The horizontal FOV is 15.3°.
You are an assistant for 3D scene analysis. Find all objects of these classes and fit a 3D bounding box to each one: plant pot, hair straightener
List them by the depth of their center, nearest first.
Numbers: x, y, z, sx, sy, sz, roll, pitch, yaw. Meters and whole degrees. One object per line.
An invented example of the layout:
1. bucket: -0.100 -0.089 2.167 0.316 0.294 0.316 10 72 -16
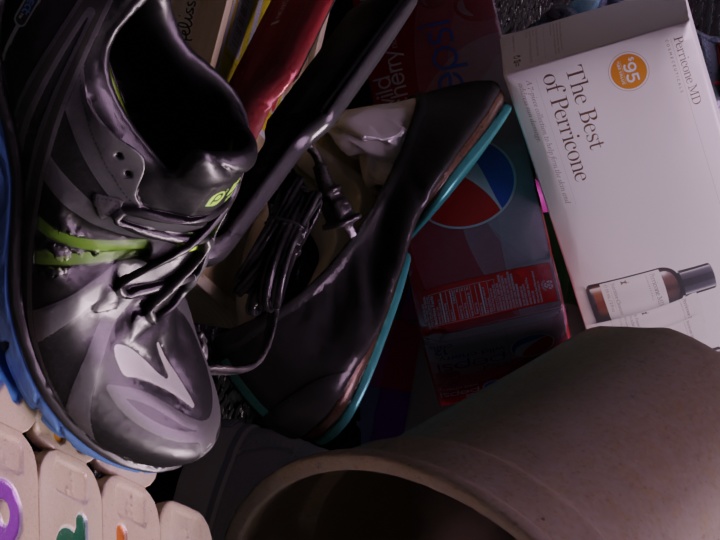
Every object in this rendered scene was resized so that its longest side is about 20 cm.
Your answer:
1. hair straightener: -0.021 -0.035 0.975 0.077 0.041 0.200 46 47 -29
2. plant pot: 0.077 0.119 1.053 0.183 0.200 0.200 -36 137 -44

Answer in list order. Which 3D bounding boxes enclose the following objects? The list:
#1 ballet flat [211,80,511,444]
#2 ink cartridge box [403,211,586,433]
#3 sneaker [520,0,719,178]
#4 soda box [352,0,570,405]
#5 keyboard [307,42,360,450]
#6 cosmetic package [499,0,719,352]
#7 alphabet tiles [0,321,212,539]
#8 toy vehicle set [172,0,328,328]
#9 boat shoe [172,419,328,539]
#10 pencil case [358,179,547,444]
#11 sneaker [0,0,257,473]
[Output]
1. ballet flat: -0.001 -0.022 1.049 0.068 0.068 0.200 -46 -168 47
2. ink cartridge box: 0.089 0.091 1.240 0.147 0.083 0.200 32 63 -49
3. sneaker: 0.104 -0.087 1.248 0.079 0.200 0.096 12 92 -44
4. soda box: 0.043 -0.046 1.173 0.070 0.063 0.200 72 7 -60
5. keyboard: 0.000 0.000 1.155 0.104 0.040 0.200 -147 -123 -80
6. cosmetic package: 0.127 -0.015 1.145 0.051 0.083 0.200 -90 161 -65
7. alphabet tiles: -0.099 0.107 0.867 0.200 0.015 0.196 34 48 -60
8. toy vehicle set: -0.047 -0.087 1.032 0.124 0.027 0.200 52 50 -70
9. boat shoe: -0.051 0.163 1.097 0.072 0.069 0.200 52 50 -70
10. pencil case: 0.034 0.039 1.312 0.088 0.088 0.200 52 47 -70
11. sneaker: -0.072 -0.018 0.846 0.071 0.083 0.200 -54 142 -53
